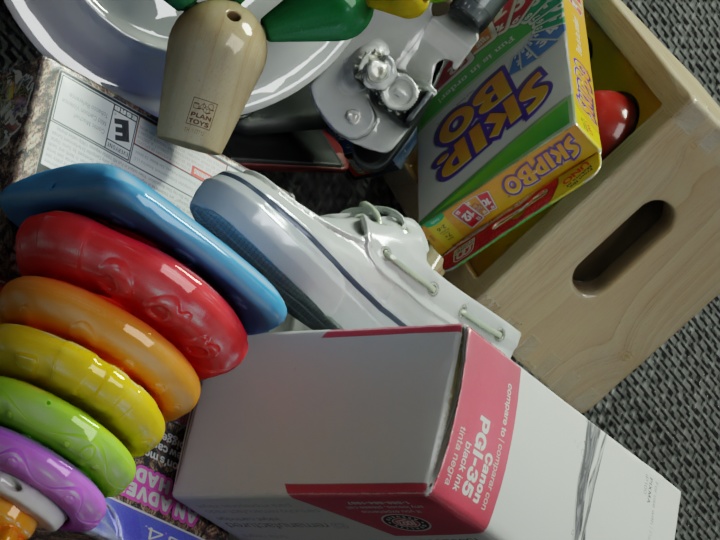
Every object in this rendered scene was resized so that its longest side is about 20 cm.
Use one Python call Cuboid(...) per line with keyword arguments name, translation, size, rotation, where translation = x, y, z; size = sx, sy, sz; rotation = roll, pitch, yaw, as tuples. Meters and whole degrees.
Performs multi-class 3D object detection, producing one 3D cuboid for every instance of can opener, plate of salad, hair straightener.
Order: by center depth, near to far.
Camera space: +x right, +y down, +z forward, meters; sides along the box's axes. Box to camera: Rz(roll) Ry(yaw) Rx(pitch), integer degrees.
Cuboid(name="plate of salad", translation=(-0.083, -0.170, 1.347), size=(0.199, 0.048, 0.201), rotation=(0, 90, -17))
Cuboid(name="hair straightener", translation=(-0.077, -0.089, 1.401), size=(0.200, 0.077, 0.041), rotation=(5, 42, -33))
Cuboid(name="can opener", translation=(0.048, -0.141, 1.417), size=(0.053, 0.066, 0.200), rotation=(37, 87, 4))

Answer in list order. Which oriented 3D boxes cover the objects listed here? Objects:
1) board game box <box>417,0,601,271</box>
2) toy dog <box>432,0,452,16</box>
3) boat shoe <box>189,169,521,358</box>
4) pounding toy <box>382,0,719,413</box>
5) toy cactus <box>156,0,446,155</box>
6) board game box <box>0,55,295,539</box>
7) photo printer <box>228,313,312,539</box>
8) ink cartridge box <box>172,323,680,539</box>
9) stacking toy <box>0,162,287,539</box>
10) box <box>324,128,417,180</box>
Cuboid(name="board game box", translation=(0.071, -0.081, 1.417), size=(0.030, 0.095, 0.200), rotation=(45, 23, -27))
Cuboid(name="toy dog", translation=(0.021, -0.208, 1.455), size=(0.200, 0.096, 0.132), rotation=(21, 66, -40))
Cuboid(name="boat shoe", translation=(0.000, 0.000, 1.316), size=(0.067, 0.073, 0.200), rotation=(-56, 132, -10))
Cuboid(name="pounding toy", translation=(0.092, -0.032, 1.464), size=(0.142, 0.200, 0.184), rotation=(42, 11, -32))
Cuboid(name="toy cactus", translation=(-0.049, -0.134, 1.286), size=(0.199, 0.102, 0.166), rotation=(17, 86, -23))
Cuboid(name="board game box", translation=(-0.134, 0.031, 1.301), size=(0.159, 0.097, 0.201), rotation=(29, 61, -37))
Cuboid(name="photo printer", translation=(-0.014, 0.126, 1.419), size=(0.166, 0.069, 0.201), rotation=(31, 60, -37))
Cuboid(name="ink cartridge box", translation=(0.035, 0.102, 1.296), size=(0.200, 0.146, 0.083), rotation=(38, 57, -46))
Cuboid(name="stacking toy", translation=(-0.127, 0.065, 1.172), size=(0.110, 0.116, 0.200), rotation=(39, 67, -28))
Cuboid(name="box", translation=(0.011, -0.166, 1.533), size=(0.137, 0.040, 0.200), rotation=(52, 50, -25))
